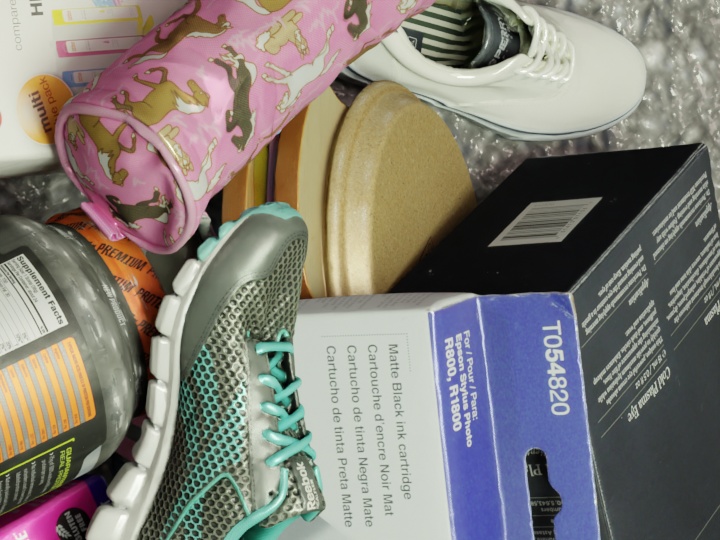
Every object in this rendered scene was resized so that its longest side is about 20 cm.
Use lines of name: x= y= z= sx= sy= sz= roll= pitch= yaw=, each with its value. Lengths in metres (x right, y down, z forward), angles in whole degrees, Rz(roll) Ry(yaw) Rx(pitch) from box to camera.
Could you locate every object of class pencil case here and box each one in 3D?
pencil case: x=-0.048 y=-0.094 z=1.302 sx=0.200 sy=0.083 sz=0.087 roll=-46 pitch=135 yaw=-33

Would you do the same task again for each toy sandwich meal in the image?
toy sandwich meal: x=0.000 y=0.000 z=1.456 sx=0.205 sy=0.070 sz=0.206 roll=-5 pitch=90 yaw=-68

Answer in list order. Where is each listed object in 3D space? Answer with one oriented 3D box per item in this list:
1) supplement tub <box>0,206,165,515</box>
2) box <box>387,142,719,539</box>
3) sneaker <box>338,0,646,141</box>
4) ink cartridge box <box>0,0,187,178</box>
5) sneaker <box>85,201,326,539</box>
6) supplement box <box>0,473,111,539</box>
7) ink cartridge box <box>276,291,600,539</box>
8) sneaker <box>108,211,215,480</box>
supplement tub: x=-0.185 y=0.053 z=1.290 sx=0.200 sy=0.122 sz=0.123 roll=-25 pitch=98 yaw=-28
box: x=0.106 y=0.061 z=1.447 sx=0.200 sy=0.104 sz=0.183 roll=-42 pitch=123 yaw=-54
sneaker: x=0.073 y=-0.108 z=1.524 sx=0.200 sy=0.071 sz=0.073 roll=5 pitch=84 yaw=-32
ink cartridge box: x=-0.157 y=-0.108 z=1.349 sx=0.200 sy=0.125 sz=0.129 roll=-9 pitch=91 yaw=-40
sneaker: x=-0.048 y=0.071 z=1.285 sx=0.078 sy=0.091 sz=0.201 roll=-8 pitch=119 yaw=-60
supplement box: x=-0.195 y=0.179 z=1.338 sx=0.200 sy=0.103 sz=0.101 roll=-29 pitch=101 yaw=-26
ink cartridge box: x=0.007 y=0.110 z=1.345 sx=0.041 sy=0.199 sz=0.200 roll=-31 pitch=116 yaw=-66
sneaker: x=-0.082 y=0.061 z=1.419 sx=0.070 sy=0.082 sz=0.201 roll=-19 pitch=95 yaw=-29
